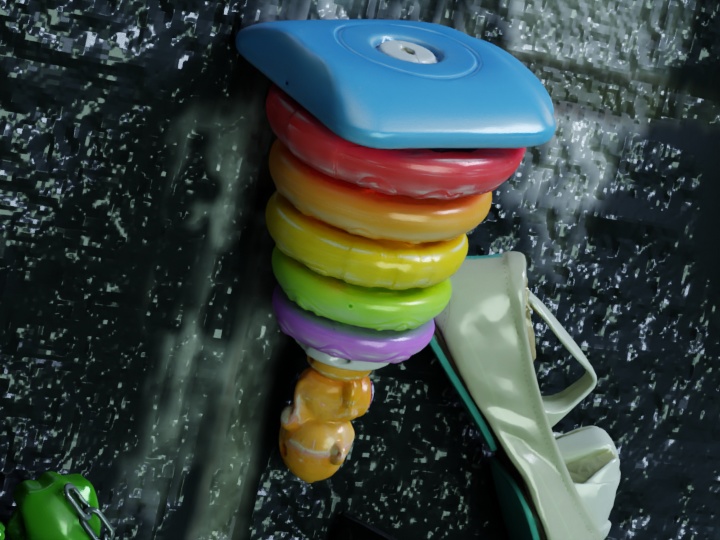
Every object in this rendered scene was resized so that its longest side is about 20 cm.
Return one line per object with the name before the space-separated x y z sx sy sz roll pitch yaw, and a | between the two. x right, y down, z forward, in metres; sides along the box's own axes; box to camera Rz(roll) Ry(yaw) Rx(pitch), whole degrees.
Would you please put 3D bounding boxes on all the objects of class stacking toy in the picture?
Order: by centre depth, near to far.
stacking toy | 0.000 0.000 1.224 0.110 0.116 0.200 -2 116 -32

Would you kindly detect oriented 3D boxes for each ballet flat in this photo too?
ballet flat | 0.081 0.074 1.306 0.069 0.069 0.200 -36 122 -21

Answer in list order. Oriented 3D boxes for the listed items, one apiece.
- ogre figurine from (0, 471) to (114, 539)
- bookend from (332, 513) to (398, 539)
ogre figurine | -0.159 0.184 1.165 0.120 0.098 0.200 51 57 -15
bookend | 0.061 0.232 1.327 0.200 0.092 0.199 16 94 -38
